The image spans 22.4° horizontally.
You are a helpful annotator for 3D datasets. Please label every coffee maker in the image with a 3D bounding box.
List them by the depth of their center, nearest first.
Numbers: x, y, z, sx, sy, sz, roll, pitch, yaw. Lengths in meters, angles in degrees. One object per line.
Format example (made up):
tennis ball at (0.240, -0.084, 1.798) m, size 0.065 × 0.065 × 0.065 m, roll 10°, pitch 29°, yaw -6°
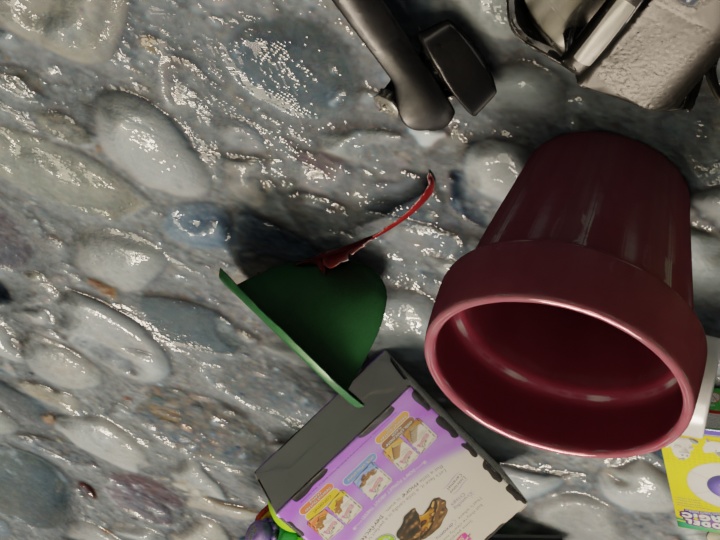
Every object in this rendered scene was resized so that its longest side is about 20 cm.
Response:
coffee maker at (0.211, -0.196, 1.070) m, size 0.190 × 0.136 × 0.200 m, roll 6°, pitch 154°, yaw -23°

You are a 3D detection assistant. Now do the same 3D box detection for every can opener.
can opener at (0.013, -0.172, 1.259) m, size 0.200 × 0.079 × 0.063 m, roll 46°, pitch 177°, yaw -30°

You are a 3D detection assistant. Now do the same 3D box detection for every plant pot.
plant pot at (0.160, 0.008, 1.317) m, size 0.198 × 0.180 × 0.201 m, roll 13°, pitch 147°, yaw 9°

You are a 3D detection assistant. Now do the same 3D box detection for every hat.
hat at (0.000, 0.000, 1.537) m, size 0.166 × 0.176 × 0.200 m, roll 44°, pitch 178°, yaw -35°

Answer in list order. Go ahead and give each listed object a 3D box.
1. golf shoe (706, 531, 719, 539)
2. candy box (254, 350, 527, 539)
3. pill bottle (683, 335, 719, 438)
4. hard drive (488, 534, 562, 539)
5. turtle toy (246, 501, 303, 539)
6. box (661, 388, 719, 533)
golf shoe at (0.382, 0.301, 1.741) m, size 0.097 × 0.078 × 0.201 m, roll 19°, pitch 145°, yaw 33°
candy box at (0.030, 0.201, 1.675) m, size 0.200 × 0.168 × 0.072 m, roll 46°, pitch -177°, yaw -34°
pill bottle at (0.185, 0.074, 1.461) m, size 0.198 × 0.113 × 0.112 m, roll 12°, pitch 146°, yaw 12°
hard drive at (0.093, 0.310, 1.845) m, size 0.198 × 0.033 × 0.140 m, roll 4°, pitch 144°, yaw -17°
turtle toy at (-0.060, 0.271, 1.851) m, size 0.101 × 0.145 × 0.201 m, roll 48°, pitch 150°, yaw 17°
box at (0.329, 0.178, 1.597) m, size 0.116 × 0.049 × 0.201 m, roll 5°, pitch 146°, yaw 22°
